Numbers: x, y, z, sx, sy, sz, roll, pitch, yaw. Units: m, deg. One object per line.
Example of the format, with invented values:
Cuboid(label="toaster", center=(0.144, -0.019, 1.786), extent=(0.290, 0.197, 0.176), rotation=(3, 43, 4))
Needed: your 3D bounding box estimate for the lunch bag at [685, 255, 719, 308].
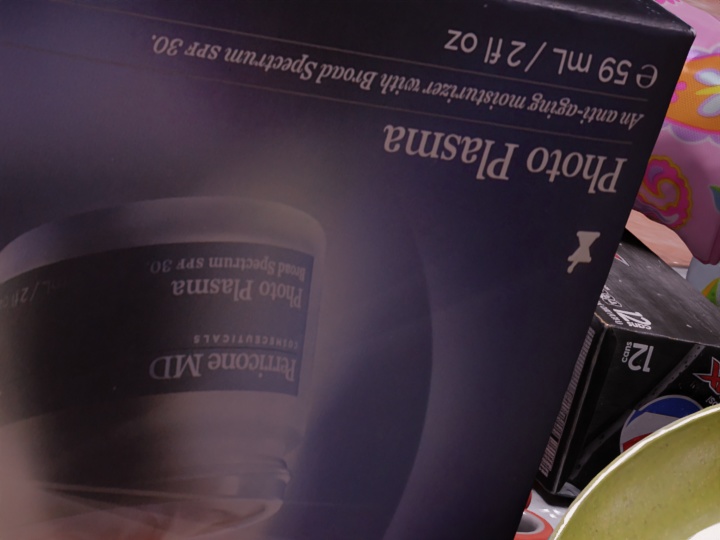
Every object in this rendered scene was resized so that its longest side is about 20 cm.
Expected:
Cuboid(label="lunch bag", center=(0.245, -0.025, 1.160), extent=(0.199, 0.171, 0.127), rotation=(22, 16, 8))

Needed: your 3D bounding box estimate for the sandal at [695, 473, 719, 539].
Cuboid(label="sandal", center=(0.180, 0.067, 0.843), extent=(0.199, 0.055, 0.082), rotation=(13, 35, -20))

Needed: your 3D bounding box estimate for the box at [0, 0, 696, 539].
Cuboid(label="box", center=(-0.050, -0.003, 0.738), extent=(0.199, 0.200, 0.123), rotation=(6, 22, -33))

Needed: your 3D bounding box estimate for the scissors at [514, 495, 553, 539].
Cuboid(label="scissors", center=(-0.034, 0.049, 0.912), extent=(0.199, 0.014, 0.073), rotation=(19, 18, -2))

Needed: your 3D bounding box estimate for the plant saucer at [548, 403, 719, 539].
Cuboid(label="plant saucer", center=(0.137, 0.112, 0.732), extent=(0.198, 0.031, 0.201), rotation=(2, 46, -3))

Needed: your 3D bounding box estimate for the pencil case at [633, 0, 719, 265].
Cuboid(label="pencil case", center=(0.065, -0.078, 1.071), extent=(0.199, 0.088, 0.087), rotation=(27, 19, 16))

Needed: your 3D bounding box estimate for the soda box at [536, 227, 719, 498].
Cuboid(label="soda box", center=(0.065, 0.014, 1.039), extent=(0.070, 0.064, 0.200), rotation=(11, 18, -25))

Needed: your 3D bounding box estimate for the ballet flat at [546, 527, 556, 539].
Cuboid(label="ballet flat", center=(0.138, 0.061, 0.918), extent=(0.200, 0.068, 0.068), rotation=(-38, 15, -30))
